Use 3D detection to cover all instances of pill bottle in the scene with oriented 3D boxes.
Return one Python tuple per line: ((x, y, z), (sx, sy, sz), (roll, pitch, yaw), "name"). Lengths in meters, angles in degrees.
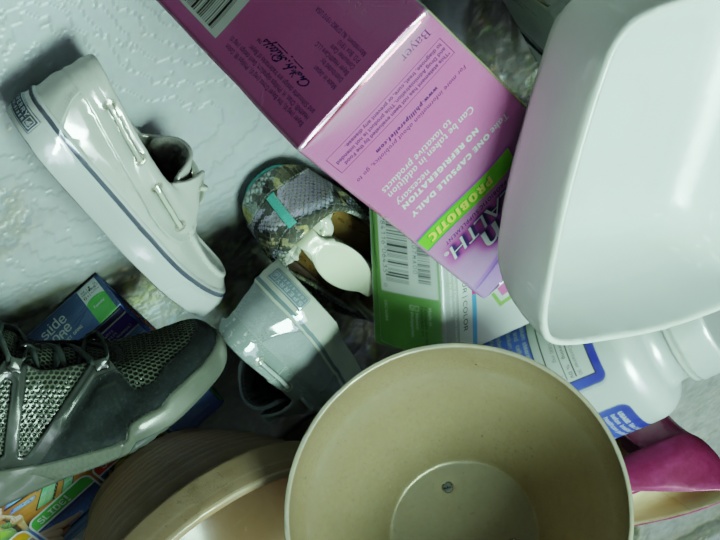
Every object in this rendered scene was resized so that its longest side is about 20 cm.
((0.148, 0.064, 1.354), (0.200, 0.112, 0.112), (-24, 145, 20), "pill bottle")

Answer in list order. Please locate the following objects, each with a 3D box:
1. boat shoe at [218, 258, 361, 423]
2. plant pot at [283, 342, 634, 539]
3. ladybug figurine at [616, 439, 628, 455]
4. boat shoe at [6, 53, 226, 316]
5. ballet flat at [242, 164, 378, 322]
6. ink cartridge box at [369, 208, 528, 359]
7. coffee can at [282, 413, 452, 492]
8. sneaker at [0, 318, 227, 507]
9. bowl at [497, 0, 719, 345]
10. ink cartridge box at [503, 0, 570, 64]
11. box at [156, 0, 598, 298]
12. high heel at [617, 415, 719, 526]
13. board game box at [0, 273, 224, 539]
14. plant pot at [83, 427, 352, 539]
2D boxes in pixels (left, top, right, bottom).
((-0.048, 0.056, 1.249), (0.072, 0.070, 0.201), (-40, 159, -6), "boat shoe")
((0.060, 0.153, 1.202), (0.200, 0.200, 0.134), (-38, 168, -5), "plant pot")
((0.150, 0.123, 1.493), (0.136, 0.072, 0.200), (-3, 128, -36), "ladybug figurine")
((-0.120, -0.048, 1.128), (0.066, 0.072, 0.200), (-37, 132, 2), "boat shoe")
((0.000, 0.000, 1.265), (0.072, 0.072, 0.200), (-48, 140, 7), "ballet flat")
((0.093, -0.024, 1.266), (0.200, 0.059, 0.104), (-20, 114, -44), "ink cartridge box")
((0.030, 0.205, 1.370), (0.146, 0.200, 0.146), (-21, 136, -22), "coffee can")
((-0.179, 0.057, 1.130), (0.199, 0.076, 0.114), (-23, 114, -2), "sneaker")
((0.156, -0.070, 1.057), (0.200, 0.075, 0.200), (-10, 124, -39), "bowl")
((0.178, -0.169, 1.244), (0.147, 0.083, 0.200), (-41, 140, -2), "ink cartridge box")
((0.006, -0.104, 1.091), (0.097, 0.176, 0.200), (-47, 141, 6), "box")
((0.167, 0.183, 1.429), (0.200, 0.096, 0.067), (-34, 140, -8), "high heel")
((-0.195, 0.109, 1.230), (0.200, 0.034, 0.135), (-41, 141, -2), "board game box")
((-0.108, 0.167, 1.261), (0.201, 0.093, 0.201), (-31, 149, -21), "plant pot")
